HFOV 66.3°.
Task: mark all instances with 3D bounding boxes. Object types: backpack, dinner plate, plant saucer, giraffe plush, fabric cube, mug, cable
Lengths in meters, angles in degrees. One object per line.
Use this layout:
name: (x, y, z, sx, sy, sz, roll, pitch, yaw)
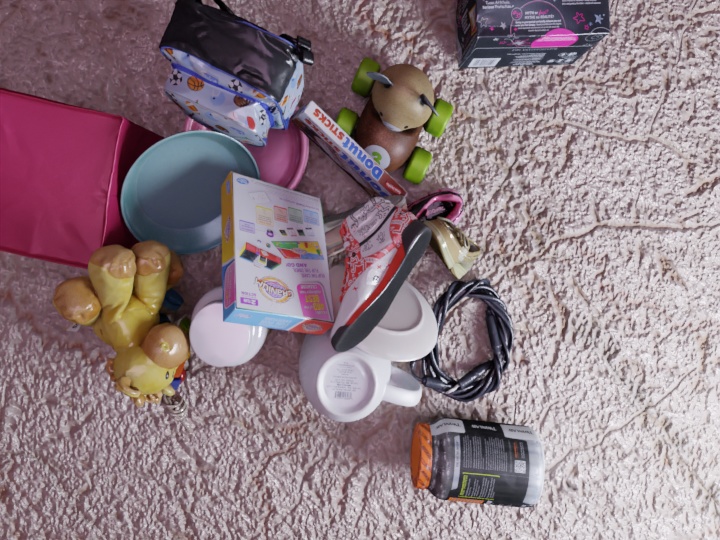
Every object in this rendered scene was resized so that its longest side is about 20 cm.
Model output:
backpack: (-0.160, -0.255, 0.738, 0.196, 0.191, 0.158, 28, 97, 1)
dinner plate: (0.032, 0.050, 0.825, 0.194, 0.203, 0.025, 22, 125, -5)
plant saucer: (-0.237, -0.113, 0.775, 0.197, 0.201, 0.036, -37, 53, 0)
plant saucer: (-0.176, -0.192, 0.862, 0.192, 0.051, 0.209, 0, 94, -3)
giraffe plush: (-0.292, 0.085, 0.718, 0.200, 0.171, 0.164, -44, 74, 27)
fabric cube: (-0.404, -0.124, 0.782, 0.189, 0.199, 0.208, 13, 94, -2)
mug: (0.000, 0.155, 0.834, 0.194, 0.175, 0.153, 19, 94, -4)
cable: (0.178, 0.113, 0.902, 0.159, 0.051, 0.206, 24, 92, -4)

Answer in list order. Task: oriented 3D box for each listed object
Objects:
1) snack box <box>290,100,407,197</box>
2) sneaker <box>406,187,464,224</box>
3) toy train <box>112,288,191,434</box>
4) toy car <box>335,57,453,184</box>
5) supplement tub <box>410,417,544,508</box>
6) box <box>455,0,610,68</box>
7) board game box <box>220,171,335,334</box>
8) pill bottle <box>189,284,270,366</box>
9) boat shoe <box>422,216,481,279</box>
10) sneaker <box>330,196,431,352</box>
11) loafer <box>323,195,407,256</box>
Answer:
snack box: (-0.016, -0.171, 0.833, 0.199, 0.071, 0.025, 41, 78, -21)
sneaker: (0.077, -0.072, 0.862, 0.195, 0.095, 0.081, -27, 97, 1)
toy train: (-0.275, 0.126, 0.827, 0.199, 0.084, 0.117, 43, 98, 22)
toy car: (0.052, -0.228, 0.794, 0.160, 0.200, 0.162, 25, 93, -4)
supplement tub: (0.182, 0.304, 0.881, 0.192, 0.123, 0.128, 7, 94, -4)
box: (0.250, -0.385, 0.826, 0.192, 0.132, 0.120, -2, 91, -3)
board game box: (-0.115, -0.023, 0.757, 0.149, 0.040, 0.206, 13, 57, -35)
pill bottle: (-0.185, 0.074, 0.806, 0.107, 0.200, 0.116, 0, 94, -3)
boat shoe: (0.139, -0.041, 0.818, 0.063, 0.200, 0.074, -40, 65, 7)
sneaker: (0.001, 0.000, 0.745, 0.107, 0.067, 0.204, 37, 93, 28)
loafer: (-0.008, -0.061, 0.848, 0.194, 0.072, 0.064, -13, 112, 31)
